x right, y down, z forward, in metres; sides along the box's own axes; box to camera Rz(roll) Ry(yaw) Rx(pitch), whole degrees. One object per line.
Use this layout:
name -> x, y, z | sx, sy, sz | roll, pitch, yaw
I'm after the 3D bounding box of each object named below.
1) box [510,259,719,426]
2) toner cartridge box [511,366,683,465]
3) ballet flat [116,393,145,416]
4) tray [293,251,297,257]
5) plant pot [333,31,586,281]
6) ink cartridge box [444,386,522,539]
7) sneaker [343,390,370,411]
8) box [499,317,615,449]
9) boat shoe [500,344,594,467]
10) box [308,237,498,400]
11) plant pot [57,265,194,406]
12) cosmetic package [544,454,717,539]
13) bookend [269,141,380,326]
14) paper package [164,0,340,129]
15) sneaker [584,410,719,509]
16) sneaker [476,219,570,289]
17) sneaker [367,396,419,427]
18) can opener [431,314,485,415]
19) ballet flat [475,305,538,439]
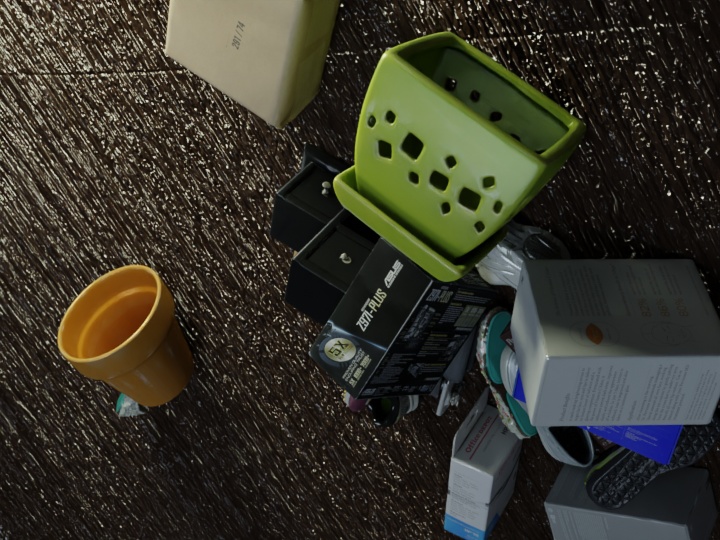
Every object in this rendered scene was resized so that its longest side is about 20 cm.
box -> 0.275, 0.076, 1.065 | 0.196, 0.154, 0.108 | 0, 131, -2
toner cartridge box -> 0.281, 0.142, 1.150 | 0.197, 0.043, 0.096 | 23, 132, 21
ballet flat -> -0.416, 0.216, 1.864 | 0.071, 0.072, 0.201 | 38, 140, 6
tray -> 0.000, 0.000, 1.369 | 0.198, 0.037, 0.100 | 32, 138, 15
plant pot -> 0.096, -0.115, 1.042 | 0.199, 0.199, 0.183 | 37, 120, 10
ink cartridge box -> 0.177, 0.278, 1.393 | 0.066, 0.116, 0.203 | 21, 134, 23
sneaker -> 0.048, 0.132, 1.335 | 0.089, 0.075, 0.202 | 32, 124, 8
box -> 0.279, 0.114, 1.212 | 0.200, 0.075, 0.100 | 47, 138, -1
boat shoe -> 0.250, 0.173, 1.273 | 0.202, 0.070, 0.071 | 58, 162, -24
box -> 0.055, 0.060, 1.166 | 0.086, 0.199, 0.165 | 39, 105, 26
plant pot -> -0.379, 0.128, 1.673 | 0.197, 0.202, 0.184 | 5, 142, 35
cosmetic package -> 0.354, 0.312, 1.289 | 0.197, 0.107, 0.091 | 4, 126, 38
bookend -> -0.047, -0.039, 1.251 | 0.198, 0.199, 0.093 | 31, 137, 15
paper package -> -0.129, -0.310, 1.169 | 0.189, 0.104, 0.202 | 33, 138, 12
sneaker -> 0.358, 0.218, 1.236 | 0.199, 0.083, 0.072 | -39, 99, 22
sneaker -> 0.152, -0.032, 1.194 | 0.199, 0.078, 0.100 | 40, 144, 8
sneaker -> 0.014, 0.145, 1.435 | 0.073, 0.088, 0.202 | -10, 116, 42
can opener -> 0.125, 0.123, 1.356 | 0.066, 0.053, 0.202 | 29, 136, 16
ballet flat -> 0.187, 0.136, 1.309 | 0.064, 0.075, 0.203 | 21, 134, 58
